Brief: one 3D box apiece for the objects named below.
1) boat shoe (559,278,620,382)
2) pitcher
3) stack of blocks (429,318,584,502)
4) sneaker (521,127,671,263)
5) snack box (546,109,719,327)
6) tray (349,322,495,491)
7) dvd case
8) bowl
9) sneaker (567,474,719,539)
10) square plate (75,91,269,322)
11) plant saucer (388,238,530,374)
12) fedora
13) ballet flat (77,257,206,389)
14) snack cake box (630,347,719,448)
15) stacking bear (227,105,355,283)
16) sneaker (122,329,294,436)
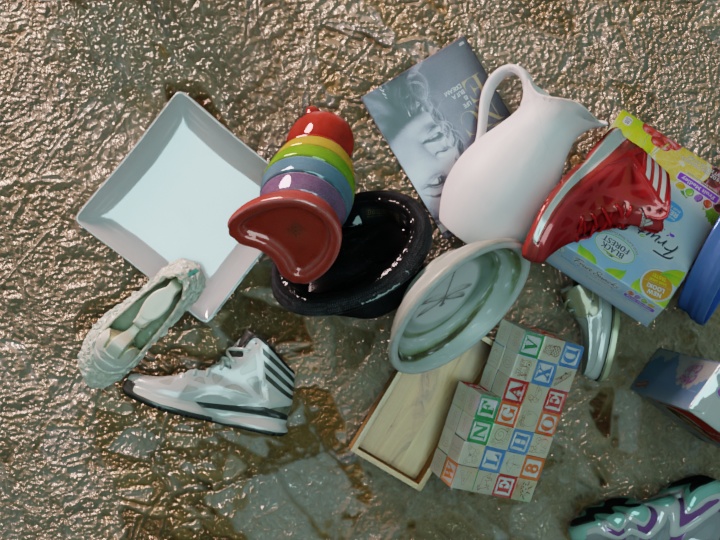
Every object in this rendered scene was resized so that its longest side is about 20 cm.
[{"bbox_3d":[0.275,0.033,1.436,0.068,0.075,0.200,6,80,-4],"label":"boat shoe"},{"bbox_3d":[0.167,-0.131,1.386,0.121,0.172,0.200,23,107,-43],"label":"pitcher"},{"bbox_3d":[0.173,0.163,1.405,0.115,0.059,0.200,16,97,-25],"label":"stack of blocks"},{"bbox_3d":[0.272,-0.063,1.307,0.116,0.078,0.200,36,70,14],"label":"sneaker"},{"bbox_3d":[0.321,-0.063,1.389,0.169,0.068,0.200,33,69,8],"label":"snack box"},{"bbox_3d":[0.080,0.153,1.436,0.099,0.037,0.200,31,88,-5],"label":"tray"},{"bbox_3d":[0.114,-0.161,1.440,0.149,0.016,0.200,-31,94,-4],"label":"dvd case"},{"bbox_3d":[0.432,-0.032,1.389,0.039,0.201,0.201,30,89,19],"label":"bowl"},{"bbox_3d":[0.360,0.342,1.446,0.200,0.078,0.140,-14,92,-4],"label":"sneaker"},{"bbox_3d":[-0.198,-0.075,1.408,0.200,0.028,0.198,39,88,-5],"label":"square plate"},{"bbox_3d":[0.101,0.030,1.342,0.200,0.200,0.050,-40,62,-3],"label":"plant saucer"},{"bbox_3d":[0.000,0.000,1.381,0.201,0.201,0.092,-35,132,-3],"label":"fedora"},{"bbox_3d":[-0.261,0.062,1.370,0.072,0.072,0.200,43,99,-5],"label":"ballet flat"},{"bbox_3d":[0.407,0.155,1.383,0.115,0.200,0.067,37,87,-5],"label":"snack cake box"},{"bbox_3d":[-0.058,-0.105,1.352,0.121,0.200,0.114,38,130,-23],"label":"stacking bear"},{"bbox_3d":[-0.173,0.121,1.403,0.200,0.076,0.115,14,81,-13],"label":"sneaker"}]
